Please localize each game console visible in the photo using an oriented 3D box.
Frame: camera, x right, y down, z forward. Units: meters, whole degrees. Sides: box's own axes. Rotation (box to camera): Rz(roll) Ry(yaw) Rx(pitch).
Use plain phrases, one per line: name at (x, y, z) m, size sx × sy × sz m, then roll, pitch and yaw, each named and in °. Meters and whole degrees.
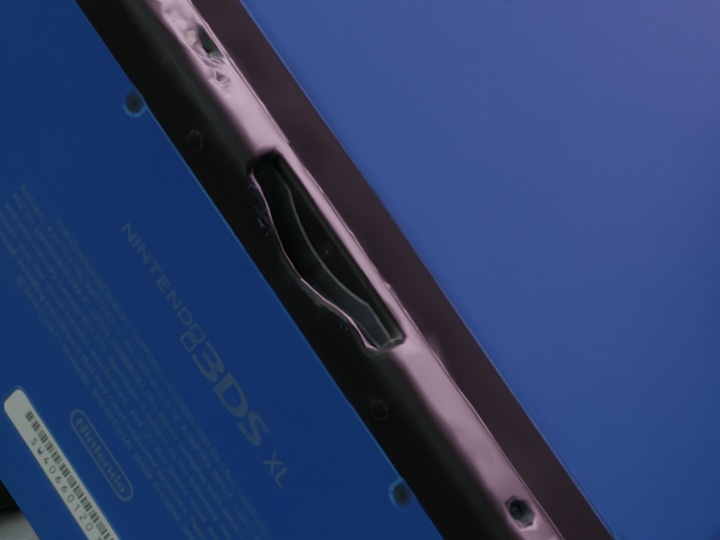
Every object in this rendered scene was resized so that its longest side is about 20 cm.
game console at (0.007, 0.000, 0.632) m, size 0.118 × 0.200 × 0.171 m, roll -20°, pitch -18°, yaw -49°

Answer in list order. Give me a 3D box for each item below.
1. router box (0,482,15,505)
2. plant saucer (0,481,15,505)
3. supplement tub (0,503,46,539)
router box at (-0.091, 0.013, 0.858) m, size 0.200 × 0.180 × 0.049 m, roll -37°, pitch 22°, yaw 14°
plant saucer at (-0.086, 0.051, 0.763) m, size 0.200 × 0.199 × 0.031 m, roll -12°, pitch 66°, yaw 53°
supplement tub at (-0.098, 0.122, 0.739) m, size 0.200 × 0.123 × 0.123 m, roll -14°, pitch 35°, yaw 53°
